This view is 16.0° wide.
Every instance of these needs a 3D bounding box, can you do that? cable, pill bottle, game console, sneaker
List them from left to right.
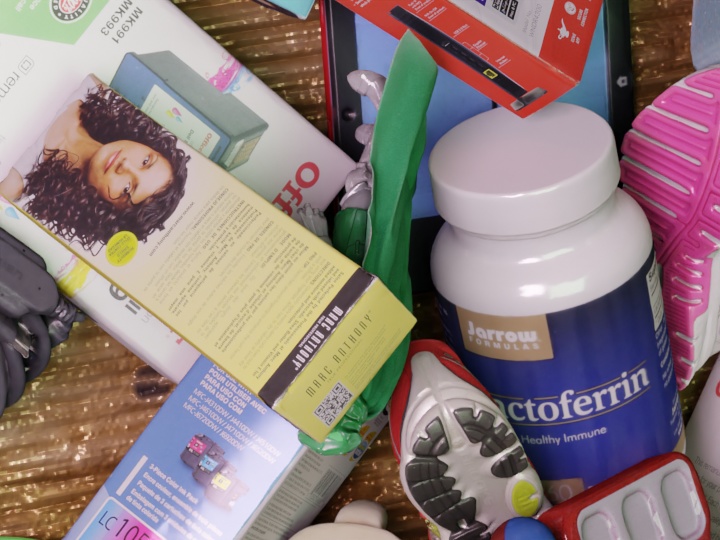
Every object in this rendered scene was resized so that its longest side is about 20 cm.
[{"bbox_3d":[-0.241,0.004,1.223,0.200,0.163,0.051,34,44,-26],"label":"cable"},{"bbox_3d":[0.059,0.108,1.288,0.077,0.085,0.200,-21,135,-3],"label":"sneaker"},{"bbox_3d":[0.065,-0.092,1.357,0.176,0.031,0.201,-7,102,-16],"label":"game console"},{"bbox_3d":[0.098,0.022,1.319,0.115,0.116,0.201,-21,121,-13],"label":"pill bottle"},{"bbox_3d":[0.188,-0.033,1.362,0.088,0.081,0.201,-29,146,-33],"label":"sneaker"}]

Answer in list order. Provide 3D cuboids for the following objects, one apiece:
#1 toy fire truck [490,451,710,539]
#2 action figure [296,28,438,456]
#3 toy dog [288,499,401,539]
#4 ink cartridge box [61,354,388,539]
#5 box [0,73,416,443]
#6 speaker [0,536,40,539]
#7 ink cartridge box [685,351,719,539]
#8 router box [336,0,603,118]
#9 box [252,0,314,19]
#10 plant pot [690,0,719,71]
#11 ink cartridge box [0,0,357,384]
[{"bbox_3d":[0.119,0.189,1.237,0.200,0.112,0.169,-18,89,-47],"label":"toy fire truck"},{"bbox_3d":[0.000,0.000,1.197,0.054,0.201,0.118,2,143,10],"label":"action figure"},{"bbox_3d":[-0.017,0.237,1.317,0.139,0.194,0.201,-3,131,-1],"label":"toy dog"},{"bbox_3d":[-0.049,0.083,1.289,0.076,0.136,0.200,38,87,13],"label":"ink cartridge box"},{"bbox_3d":[-0.072,-0.008,1.152,0.075,0.200,0.050,-52,147,-6],"label":"box"},{"bbox_3d":[-0.185,0.242,1.306,0.088,0.088,0.201,-3,100,-17],"label":"speaker"},{"bbox_3d":[0.220,0.159,1.386,0.083,0.146,0.201,23,92,-26],"label":"ink cartridge box"},{"bbox_3d":[0.048,-0.204,1.271,0.179,0.049,0.201,30,58,-20],"label":"router box"},{"bbox_3d":[-0.113,-0.189,1.256,0.199,0.082,0.049,24,93,-20],"label":"box"},{"bbox_3d":[0.304,-0.197,1.295,0.195,0.200,0.197,12,74,-20],"label":"plant pot"},{"bbox_3d":[-0.125,-0.062,1.272,0.200,0.087,0.145,41,85,-21],"label":"ink cartridge box"}]
